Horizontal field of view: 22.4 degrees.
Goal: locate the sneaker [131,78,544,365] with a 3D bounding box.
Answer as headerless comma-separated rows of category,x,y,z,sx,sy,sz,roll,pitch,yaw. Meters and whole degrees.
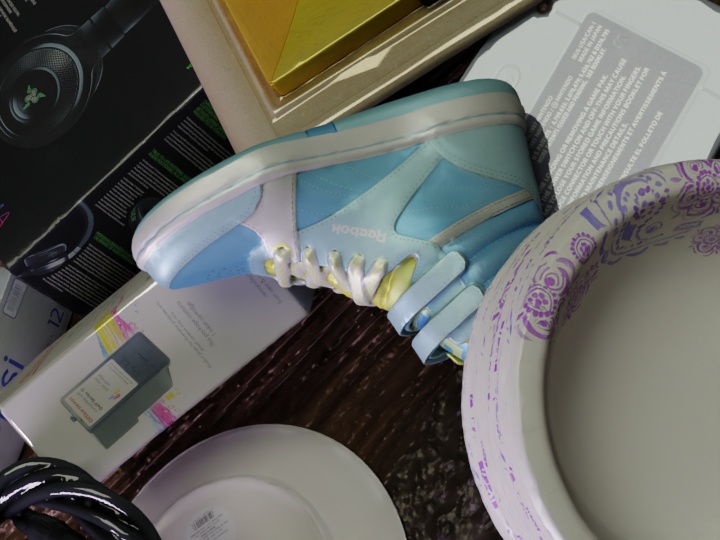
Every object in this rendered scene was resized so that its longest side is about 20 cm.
sneaker,0.000,0.000,0.848,0.198,0.080,0.132,-20,77,0

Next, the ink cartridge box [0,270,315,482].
ink cartridge box,-0.119,0.047,0.970,0.200,0.117,0.067,-38,98,10

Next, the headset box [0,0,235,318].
headset box,-0.143,-0.105,1.060,0.200,0.093,0.174,-42,56,6

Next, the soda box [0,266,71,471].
soda box,-0.241,0.097,1.053,0.068,0.063,0.201,10,74,32

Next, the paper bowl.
paper bowl,0.141,0.058,0.798,0.104,0.199,0.202,154,136,-71

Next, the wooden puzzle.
wooden puzzle,-0.015,-0.171,0.934,0.199,0.037,0.186,-34,64,12

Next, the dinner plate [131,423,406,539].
dinner plate,-0.066,0.175,0.946,0.199,0.024,0.202,-12,62,24

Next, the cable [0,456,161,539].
cable,-0.165,0.187,0.927,0.200,0.051,0.164,-34,86,42

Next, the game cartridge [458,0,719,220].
game cartridge,0.103,-0.055,0.899,0.133,0.041,0.201,31,90,14
